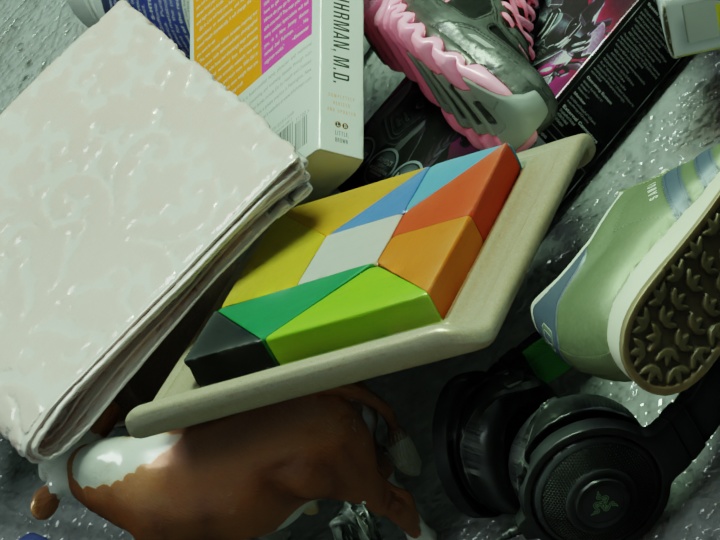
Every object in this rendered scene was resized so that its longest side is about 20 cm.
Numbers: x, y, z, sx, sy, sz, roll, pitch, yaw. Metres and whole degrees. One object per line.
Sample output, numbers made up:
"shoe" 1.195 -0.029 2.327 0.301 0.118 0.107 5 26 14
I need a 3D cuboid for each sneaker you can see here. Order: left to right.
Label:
"sneaker" 0.057 -0.129 1.419 0.095 0.079 0.200 -35 35 -4
"sneaker" 0.148 -0.029 1.211 0.200 0.067 0.090 -45 26 -23

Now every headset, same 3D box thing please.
"headset" 0.073 0.074 1.249 0.200 0.094 0.123 -45 31 -20

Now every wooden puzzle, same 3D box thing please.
"wooden puzzle" 0.000 0.000 1.305 0.184 0.037 0.200 -16 21 29

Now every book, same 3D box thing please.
"book" -0.041 -0.122 1.449 0.134 0.048 0.201 -37 46 54

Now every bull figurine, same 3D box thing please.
"bull figurine" -0.059 0.102 1.336 0.199 0.121 0.065 -18 42 35

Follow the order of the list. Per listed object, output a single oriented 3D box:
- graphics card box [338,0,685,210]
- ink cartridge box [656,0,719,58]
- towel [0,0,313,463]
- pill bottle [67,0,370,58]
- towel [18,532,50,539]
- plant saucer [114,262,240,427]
"graphics card box" 0.085 -0.094 1.453 0.200 0.051 0.125 -50 34 -5
"ink cartridge box" 0.229 -0.195 1.386 0.198 0.047 0.198 -10 40 4
"towel" -0.133 -0.024 1.390 0.191 0.032 0.200 -45 41 -1
"pill bottle" -0.087 -0.171 1.657 0.199 0.120 0.120 13 64 52
"towel" -0.160 0.214 1.424 0.145 0.024 0.200 -51 35 -13
"plant saucer" -0.083 0.004 1.530 0.200 0.037 0.201 -35 35 29
